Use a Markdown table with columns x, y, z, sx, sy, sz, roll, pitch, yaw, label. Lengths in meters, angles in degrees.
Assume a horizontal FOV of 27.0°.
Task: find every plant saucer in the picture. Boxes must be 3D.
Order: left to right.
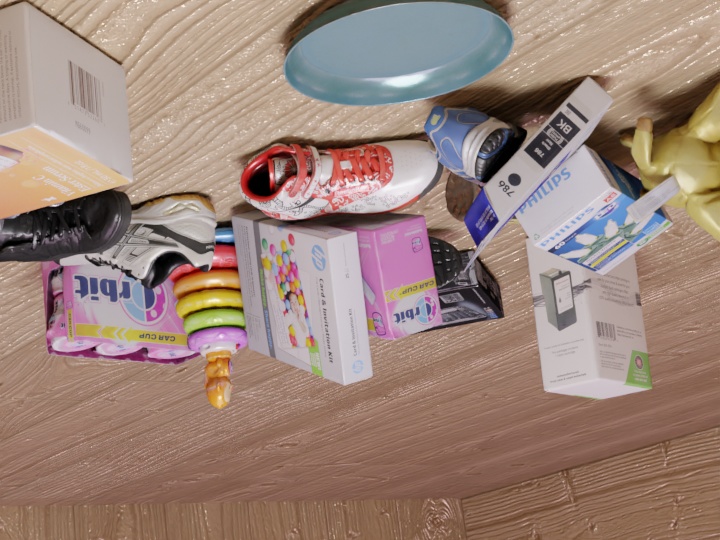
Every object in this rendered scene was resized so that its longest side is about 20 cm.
| x | y | z | sx | sy | sz | roll | pitch | yaw | label |
| --- | --- | --- | --- | --- | --- | --- | --- | --- | --- |
| 0.031 | -0.192 | 1.271 | 0.197 | 0.028 | 0.200 | -7 | 164 | -2 | plant saucer |

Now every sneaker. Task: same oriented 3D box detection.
| x | y | z | sx | sy | sz | roll | pitch | yaw | label |
| --- | --- | --- | --- | --- | --- | --- | --- | --- | --- |
| -0.335 | -0.041 | 1.550 | 0.198 | 0.061 | 0.104 | -17 | 166 | 39 | sneaker |
| -0.249 | -0.021 | 1.611 | 0.198 | 0.089 | 0.076 | -11 | 165 | 18 | sneaker |
| -0.023 | -0.095 | 1.499 | 0.199 | 0.068 | 0.108 | -11 | 166 | 21 | sneaker |
| 0.038 | -0.003 | 1.866 | 0.198 | 0.077 | 0.087 | -10 | 179 | 21 | sneaker |
| 0.113 | -0.127 | 1.478 | 0.077 | 0.076 | 0.200 | 31 | -179 | 11 | sneaker |

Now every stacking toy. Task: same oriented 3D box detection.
| x | y | z | sx | sy | sz | roll | pitch | yaw | label |
| --- | --- | --- | --- | --- | --- | --- | --- | --- | --- |
| -0.166 | 0.058 | 1.709 | 0.108 | 0.202 | 0.116 | -6 | 163 | -3 | stacking toy |

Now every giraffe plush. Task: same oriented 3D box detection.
| x | y | z | sx | sy | sz | roll | pitch | yaw | label |
| --- | --- | --- | --- | --- | --- | --- | --- | --- | --- |
| 0.346 | -0.105 | 1.524 | 0.198 | 0.174 | 0.162 | -18 | -175 | 0 | giraffe plush |

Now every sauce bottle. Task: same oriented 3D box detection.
| x | y | z | sx | sy | sz | roll | pitch | yaw | label |
| --- | --- | --- | --- | --- | --- | --- | --- | --- | --- |
| 0.186 | -0.082 | 1.639 | 0.198 | 0.067 | 0.066 | 0 | 162 | -32 | sauce bottle |

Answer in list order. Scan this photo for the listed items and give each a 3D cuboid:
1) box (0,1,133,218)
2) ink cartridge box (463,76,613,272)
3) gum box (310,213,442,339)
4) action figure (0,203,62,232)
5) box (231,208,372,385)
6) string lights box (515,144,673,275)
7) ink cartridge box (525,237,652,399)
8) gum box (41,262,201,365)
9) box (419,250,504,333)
| x | y | z | sx | sy | sz | roll | pitch | yaw | label |
| --- | --- | --- | --- | --- | --- | --- | --- | --- | --- |
| -0.309 | -0.118 | 1.222 | 0.198 | 0.108 | 0.152 | -14 | 163 | 20 | box |
| 0.158 | -0.092 | 1.439 | 0.200 | 0.039 | 0.100 | -47 | 174 | -18 | ink cartridge box |
| 0.000 | 0.000 | 1.605 | 0.066 | 0.115 | 0.199 | -16 | -168 | -28 | gum box |
| -0.381 | -0.063 | 1.447 | 0.197 | 0.070 | 0.130 | -6 | 159 | -16 | action figure |
| -0.064 | 0.025 | 1.594 | 0.041 | 0.158 | 0.199 | -16 | -162 | -32 | box |
| 0.248 | -0.061 | 1.595 | 0.102 | 0.059 | 0.199 | -38 | 155 | 19 | string lights box |
| 0.292 | 0.054 | 1.909 | 0.083 | 0.203 | 0.145 | -16 | 162 | 36 | ink cartridge box |
| -0.280 | 0.042 | 1.759 | 0.199 | 0.115 | 0.066 | 9 | 157 | -43 | gum box |
| 0.099 | 0.034 | 2.018 | 0.156 | 0.050 | 0.200 | -11 | 164 | 12 | box |
